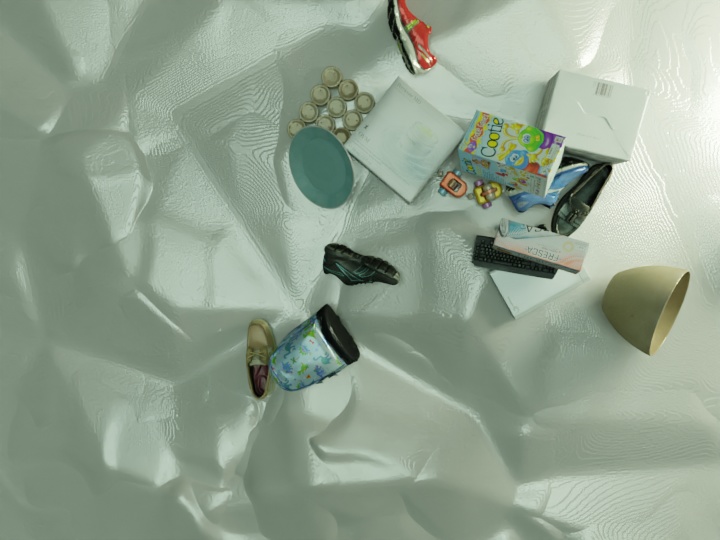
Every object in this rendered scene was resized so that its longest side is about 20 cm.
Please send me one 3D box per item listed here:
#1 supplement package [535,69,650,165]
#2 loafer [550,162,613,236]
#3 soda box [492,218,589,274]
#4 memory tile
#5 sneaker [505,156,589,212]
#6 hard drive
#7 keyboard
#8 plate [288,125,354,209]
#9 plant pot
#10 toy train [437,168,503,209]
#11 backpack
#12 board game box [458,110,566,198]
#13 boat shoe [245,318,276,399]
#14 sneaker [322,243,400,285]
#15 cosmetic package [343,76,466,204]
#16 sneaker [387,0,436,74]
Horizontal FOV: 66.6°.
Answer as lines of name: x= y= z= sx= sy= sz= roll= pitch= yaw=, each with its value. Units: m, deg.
supplement package: x=0.506 y=-0.338 z=1.225 sx=0.199 sy=0.111 sz=0.157 roll=14 pitch=97 yaw=3
loafer: x=0.507 y=-0.165 z=1.255 sx=0.072 sy=0.063 sz=0.201 roll=34 pitch=90 yaw=5
soda box: x=0.406 y=-0.055 z=1.241 sx=0.199 sy=0.064 sz=0.069 roll=18 pitch=88 yaw=14
memory tile: x=-0.071 y=-0.372 z=1.323 sx=0.153 sy=0.017 sz=0.201 roll=36 pitch=97 yaw=1
sneaker: x=0.437 y=-0.197 z=1.271 sx=0.199 sy=0.079 sz=0.090 roll=-25 pitch=115 yaw=1
hard drive: x=0.425 y=0.012 z=1.307 sx=0.199 sy=0.027 sz=0.132 roll=-30 pitch=92 yaw=8
keyboard: x=0.371 y=-0.057 z=1.291 sx=0.199 sy=0.021 sz=0.128 roll=10 pitch=84 yaw=13
plate: x=-0.088 y=-0.243 z=1.288 sx=0.199 sy=0.026 sz=0.201 roll=21 pitch=128 yaw=30
plant pot: x=0.626 y=0.072 z=1.230 sx=0.134 sy=0.200 sz=0.202 roll=25 pitch=99 yaw=38
toy train: x=0.282 y=-0.232 z=1.284 sx=0.150 sy=0.056 sz=0.200 roll=42 pitch=98 yaw=0
backpack: x=-0.128 y=0.206 z=1.330 sx=0.199 sy=0.154 sz=0.164 roll=-28 pitch=99 yaw=20
board game box: x=0.328 y=-0.254 z=1.195 sx=0.199 sy=0.105 sz=0.104 roll=23 pitch=81 yaw=20
boat shoe: x=-0.250 y=0.223 z=1.368 sx=0.073 sy=0.066 sz=0.202 roll=-7 pitch=95 yaw=6
sneaker: x=0.000 y=0.000 z=1.332 sx=0.199 sy=0.075 sz=0.080 roll=21 pitch=111 yaw=9
cosmetic package: x=0.102 y=-0.293 z=1.262 sx=0.199 sy=0.123 sz=0.200 roll=40 pitch=96 yaw=1
sneaker: x=0.120 y=-0.558 z=1.269 sx=0.084 sy=0.077 sz=0.201 roll=-22 pitch=100 yaw=-4
